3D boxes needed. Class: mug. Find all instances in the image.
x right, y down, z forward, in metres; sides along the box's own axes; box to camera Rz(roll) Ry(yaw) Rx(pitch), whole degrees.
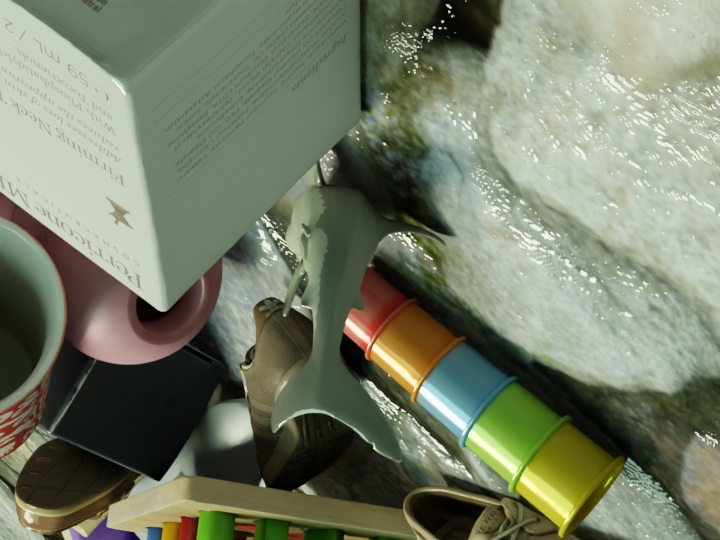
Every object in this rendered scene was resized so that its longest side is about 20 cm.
[{"bbox_3d":[-0.246,0.036,1.266,0.133,0.178,0.200,25,161,0],"label":"mug"}]

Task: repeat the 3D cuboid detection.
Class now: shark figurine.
[{"bbox_3d":[0.003,-0.002,1.087,0.089,0.215,0.129,8,120,-7],"label":"shark figurine"}]

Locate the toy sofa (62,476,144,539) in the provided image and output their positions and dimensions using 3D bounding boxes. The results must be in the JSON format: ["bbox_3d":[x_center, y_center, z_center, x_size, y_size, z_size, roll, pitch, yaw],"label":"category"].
[{"bbox_3d":[-0.227,0.263,1.876,0.097,0.083,0.200,33,153,26],"label":"toy sofa"}]

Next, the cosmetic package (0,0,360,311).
[{"bbox_3d":[-0.111,-0.125,0.988,0.167,0.166,0.200,35,155,20],"label":"cosmetic package"}]

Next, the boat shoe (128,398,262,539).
[{"bbox_3d":[-0.109,0.152,1.536,0.074,0.068,0.199,51,133,12],"label":"boat shoe"}]

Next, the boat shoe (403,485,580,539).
[{"bbox_3d":[0.094,0.185,1.270,0.200,0.071,0.065,7,137,55],"label":"boat shoe"}]

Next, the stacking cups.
[{"bbox_3d":[0.062,0.071,1.158,0.200,0.060,0.061,40,155,14],"label":"stacking cups"}]

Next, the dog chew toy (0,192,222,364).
[{"bbox_3d":[-0.182,-0.017,1.331,0.200,0.124,0.125,30,153,45],"label":"dog chew toy"}]

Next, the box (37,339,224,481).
[{"bbox_3d":[-0.228,0.056,1.472,0.200,0.105,0.148,28,175,35],"label":"box"}]

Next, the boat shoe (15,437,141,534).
[{"bbox_3d":[-0.209,0.163,1.528,0.072,0.200,0.068,17,111,11],"label":"boat shoe"}]

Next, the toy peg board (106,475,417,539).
[{"bbox_3d":[-0.069,0.222,1.425,0.199,0.098,0.199,12,163,-21],"label":"toy peg board"}]

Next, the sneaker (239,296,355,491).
[{"bbox_3d":[-0.047,0.086,1.364,0.076,0.070,0.200,56,157,22],"label":"sneaker"}]
